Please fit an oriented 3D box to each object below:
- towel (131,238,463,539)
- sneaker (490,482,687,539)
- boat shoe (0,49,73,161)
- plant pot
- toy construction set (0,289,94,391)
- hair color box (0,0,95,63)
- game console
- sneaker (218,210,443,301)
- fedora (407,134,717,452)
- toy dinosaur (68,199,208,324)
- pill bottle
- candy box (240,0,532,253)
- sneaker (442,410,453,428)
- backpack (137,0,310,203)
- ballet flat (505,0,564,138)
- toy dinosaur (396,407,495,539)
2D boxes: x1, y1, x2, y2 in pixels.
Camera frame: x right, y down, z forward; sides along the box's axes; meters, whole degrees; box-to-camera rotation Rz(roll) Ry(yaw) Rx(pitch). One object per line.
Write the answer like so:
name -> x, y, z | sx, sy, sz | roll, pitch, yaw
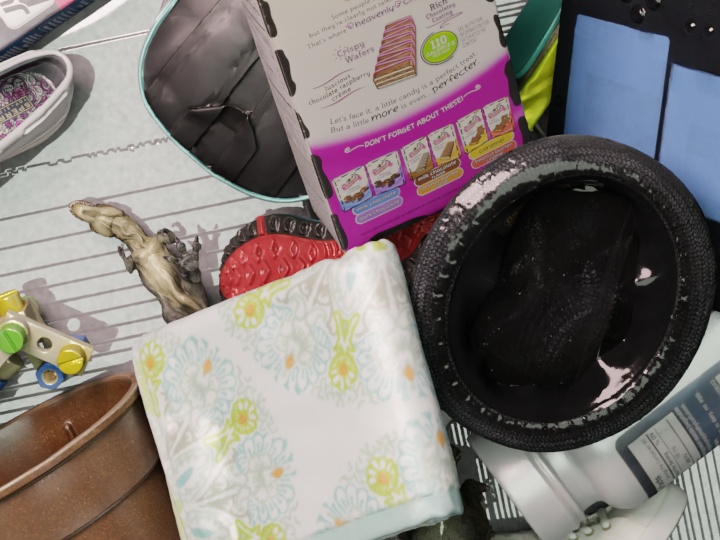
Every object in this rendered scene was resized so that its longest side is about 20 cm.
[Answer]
towel -> -0.042, 0.092, 1.337 | 0.200, 0.048, 0.171 | -21, 81, 31
sneaker -> 0.124, 0.194, 1.464 | 0.200, 0.073, 0.085 | -40, 95, 5
boat shoe -> -0.264, -0.081, 1.410 | 0.200, 0.069, 0.072 | -29, 78, -28
plant pot -> -0.181, 0.200, 1.422 | 0.200, 0.200, 0.198 | -29, 101, 3
toy construction set -> -0.280, 0.020, 1.450 | 0.131, 0.092, 0.200 | -39, 89, 14
hair color box -> -0.270, -0.176, 1.452 | 0.200, 0.061, 0.100 | -34, 92, 4
game console -> 0.188, -0.087, 1.362 | 0.031, 0.177, 0.200 | -11, 114, -39
sneaker -> 0.000, 0.000, 1.443 | 0.200, 0.095, 0.079 | -11, 76, 32
fedora -> 0.119, 0.007, 1.352 | 0.200, 0.092, 0.201 | 0, 107, -1
toy dinosaur -> -0.114, 0.022, 1.452 | 0.047, 0.088, 0.200 | -37, 94, -15
pill bottle -> 0.173, 0.083, 1.428 | 0.200, 0.120, 0.120 | -37, 93, 0
candy box -> 0.014, -0.126, 1.301 | 0.136, 0.061, 0.200 | -25, 128, -10
sneaker -> -0.007, 0.100, 1.437 | 0.099, 0.071, 0.200 | 40, 59, 6
backpack -> -0.042, -0.147, 1.402 | 0.176, 0.153, 0.200 | 35, 91, -10
ballet flat -> 0.109, -0.113, 1.455 | 0.067, 0.067, 0.200 | 33, 97, -23
toy dinosaur -> 0.054, 0.174, 1.395 | 0.077, 0.102, 0.200 | 15, 124, -4
